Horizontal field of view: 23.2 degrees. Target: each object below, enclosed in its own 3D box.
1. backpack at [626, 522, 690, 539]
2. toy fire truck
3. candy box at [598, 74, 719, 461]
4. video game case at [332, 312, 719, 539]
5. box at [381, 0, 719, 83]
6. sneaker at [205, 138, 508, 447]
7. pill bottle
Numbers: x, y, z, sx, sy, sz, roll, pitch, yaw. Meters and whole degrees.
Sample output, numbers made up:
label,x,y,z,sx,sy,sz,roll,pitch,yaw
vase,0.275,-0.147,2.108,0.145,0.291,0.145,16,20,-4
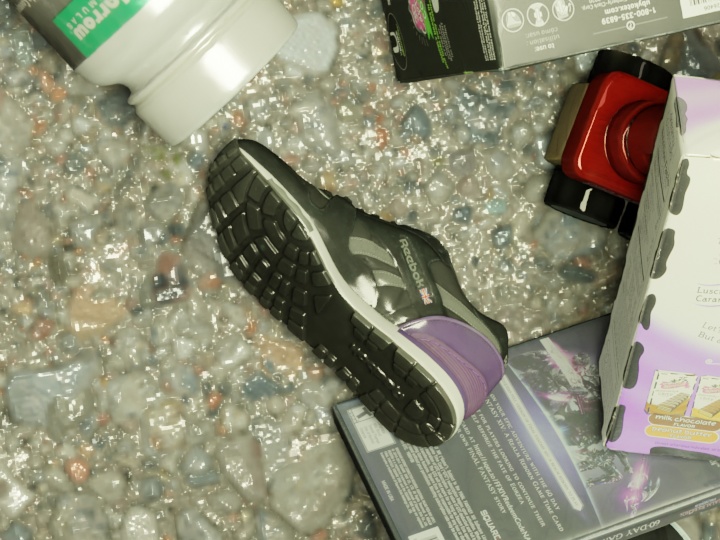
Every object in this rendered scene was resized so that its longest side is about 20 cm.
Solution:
label,x,y,z,sx,sy,sz,roll,pitch,yaw
backpack,0.109,0.221,0.956,0.177,0.151,0.200,4,53,-9
toy fire truck,0.215,-0.065,0.944,0.176,0.200,0.129,22,89,-13
candy box,0.223,0.008,0.897,0.167,0.072,0.200,7,130,-1
video game case,0.101,0.097,0.970,0.200,0.143,0.019,-17,136,-12
box,0.098,-0.172,0.910,0.148,0.200,0.125,-13,98,-12
sneaker,0.000,0.000,0.979,0.200,0.076,0.088,49,51,-1
pill bottle,-0.132,-0.168,0.903,0.113,0.113,0.200,-45,101,-6
